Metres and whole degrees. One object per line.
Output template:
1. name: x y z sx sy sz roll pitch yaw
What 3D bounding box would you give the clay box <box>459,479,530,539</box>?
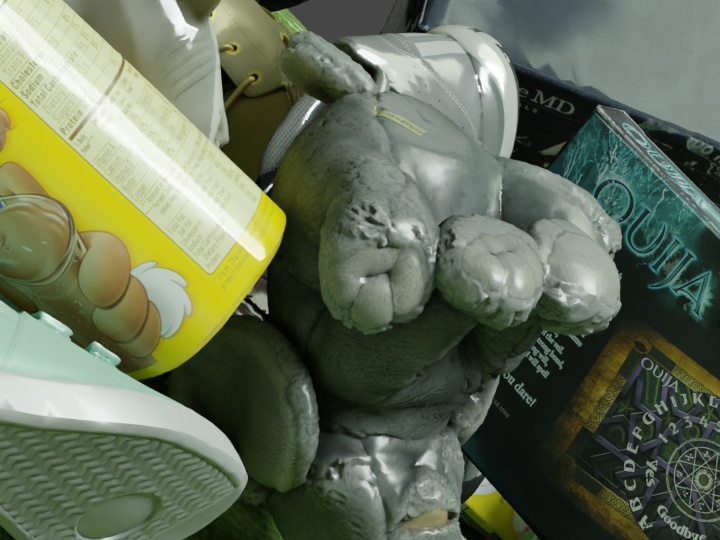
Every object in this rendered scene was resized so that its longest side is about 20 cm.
1. clay box: 0.085 0.070 1.231 0.200 0.115 0.048 44 -14 -12

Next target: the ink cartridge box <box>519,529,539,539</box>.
1. ink cartridge box: 0.107 0.186 1.075 0.145 0.088 0.200 44 16 -6

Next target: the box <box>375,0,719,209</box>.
1. box: 0.105 -0.073 1.276 0.199 0.197 0.124 21 59 -5

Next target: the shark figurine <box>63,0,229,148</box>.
1. shark figurine: -0.116 -0.128 1.021 0.089 0.128 0.215 -19 65 -23

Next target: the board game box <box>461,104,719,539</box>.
1. board game box: 0.115 0.055 1.031 0.200 0.135 0.028 49 20 24

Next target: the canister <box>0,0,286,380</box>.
1. canister: -0.135 -0.053 0.958 0.200 0.087 0.148 43 -22 -17

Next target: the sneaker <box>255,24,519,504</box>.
1. sneaker: 0.000 0.000 1.119 0.115 0.201 0.075 -1 4 -45

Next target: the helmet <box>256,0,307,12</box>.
1. helmet: -0.057 -0.227 1.438 0.199 0.191 0.201 18 54 -27

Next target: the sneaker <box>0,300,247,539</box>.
1. sneaker: -0.120 0.021 0.911 0.200 0.074 0.119 25 34 -46

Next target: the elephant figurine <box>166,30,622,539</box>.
1. elephant figurine: 0.000 0.050 1.006 0.141 0.201 0.155 20 28 -7

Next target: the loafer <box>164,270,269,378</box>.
1. loafer: -0.065 0.022 1.086 0.200 0.072 0.063 49 45 -3

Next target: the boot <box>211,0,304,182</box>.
1. boot: -0.081 -0.104 1.295 0.155 0.073 0.200 41 16 -20
